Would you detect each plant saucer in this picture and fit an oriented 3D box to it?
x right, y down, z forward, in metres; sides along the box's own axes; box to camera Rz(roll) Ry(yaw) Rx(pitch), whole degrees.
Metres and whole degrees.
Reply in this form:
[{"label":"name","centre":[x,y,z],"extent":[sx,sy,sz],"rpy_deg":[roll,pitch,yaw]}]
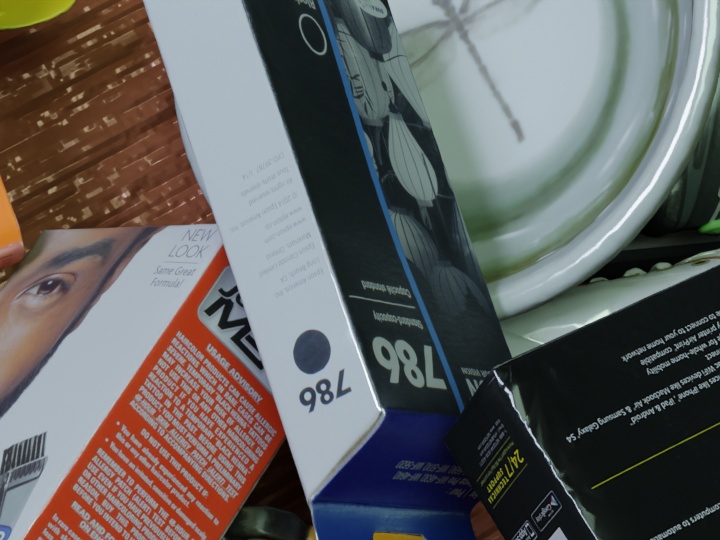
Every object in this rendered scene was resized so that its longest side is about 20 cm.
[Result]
[{"label":"plant saucer","centre":[0.034,-0.077,0.921],"extent":[0.199,0.050,0.202],"rpy_deg":[-4,81,26]}]

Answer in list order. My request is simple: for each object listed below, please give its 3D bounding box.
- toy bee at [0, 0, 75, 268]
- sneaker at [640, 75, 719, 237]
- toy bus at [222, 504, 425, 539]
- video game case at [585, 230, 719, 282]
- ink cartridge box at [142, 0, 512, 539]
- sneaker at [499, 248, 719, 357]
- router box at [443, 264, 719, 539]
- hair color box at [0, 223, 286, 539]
[{"label":"toy bee","centre":[-0.160,-0.094,0.920],"extent":[0.130,0.109,0.202],"rpy_deg":[2,89,-19]},{"label":"sneaker","centre":[0.081,-0.101,0.959],"extent":[0.083,0.077,0.201],"rpy_deg":[-26,76,-18]},{"label":"toy bus","centre":[0.027,0.125,0.893],"extent":[0.198,0.078,0.066],"rpy_deg":[8,71,-10]},{"label":"video game case","centre":[0.056,-0.084,1.000],"extent":[0.199,0.026,0.182],"rpy_deg":[-5,73,-15]},{"label":"ink cartridge box","centre":[0.000,0.000,0.842],"extent":[0.039,0.099,0.201],"rpy_deg":[-26,72,26]},{"label":"sneaker","centre":[0.094,0.026,0.926],"extent":[0.199,0.073,0.085],"rpy_deg":[16,68,18]},{"label":"router box","centre":[0.146,0.063,0.810],"extent":[0.199,0.051,0.150],"rpy_deg":[-23,70,-27]},{"label":"hair color box","centre":[-0.104,0.080,0.842],"extent":[0.064,0.111,0.201],"rpy_deg":[48,61,-28]}]
